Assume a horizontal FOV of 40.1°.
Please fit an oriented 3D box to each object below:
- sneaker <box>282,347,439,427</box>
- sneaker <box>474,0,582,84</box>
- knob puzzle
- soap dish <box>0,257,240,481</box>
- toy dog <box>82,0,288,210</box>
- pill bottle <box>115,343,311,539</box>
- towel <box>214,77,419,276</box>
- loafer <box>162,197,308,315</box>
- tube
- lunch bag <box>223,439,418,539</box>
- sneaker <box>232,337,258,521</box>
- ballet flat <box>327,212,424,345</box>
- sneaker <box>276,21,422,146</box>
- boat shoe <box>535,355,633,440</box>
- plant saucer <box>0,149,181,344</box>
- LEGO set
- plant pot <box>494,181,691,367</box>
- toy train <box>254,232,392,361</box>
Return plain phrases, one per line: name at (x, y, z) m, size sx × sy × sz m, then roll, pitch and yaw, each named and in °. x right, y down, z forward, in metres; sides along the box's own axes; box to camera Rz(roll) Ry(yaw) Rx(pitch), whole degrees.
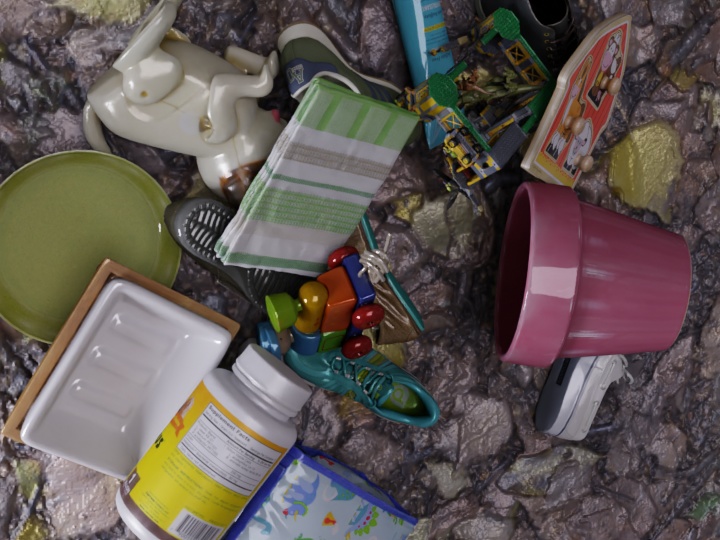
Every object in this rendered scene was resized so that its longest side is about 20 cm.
sneaker at (0.005, 0.115, 1.089) m, size 0.199 × 0.080 × 0.078 m, roll 27°, pitch 89°, yaw -20°
sneaker at (0.217, -0.245, 1.092) m, size 0.200 × 0.106 × 0.075 m, roll 39°, pitch 85°, yaw -21°
knob puzzle at (0.254, -0.182, 1.073) m, size 0.220 × 0.030 × 0.221 m, roll -42°, pitch 147°, yaw -36°
soap dish at (-0.238, 0.099, 0.980) m, size 0.157 × 0.081 × 0.201 m, roll 29°, pitch 96°, yaw -32°
toy dog at (-0.154, -0.147, 0.966) m, size 0.200 × 0.140 × 0.194 m, roll 39°, pitch 98°, yaw -20°
pill bottle at (-0.137, 0.173, 0.952) m, size 0.109 × 0.109 × 0.200 m, roll 38°, pitch 90°, yaw -20°
towel at (-0.043, -0.084, 0.955) m, size 0.149 × 0.031 × 0.201 m, roll 8°, pitch 122°, yaw -48°
loafer at (-0.127, -0.020, 1.017) m, size 0.075 × 0.069 × 0.200 m, roll -55°, pitch 135°, yaw -10°
tube at (0.073, -0.240, 1.075) m, size 0.077 × 0.050 × 0.201 m, roll -28°, pitch 109°, yaw -37°
lunch bag at (-0.063, 0.281, 1.043) m, size 0.171 × 0.127 × 0.200 m, roll -57°, pitch 141°, yaw -4°
sneaker at (-0.144, 0.169, 1.047) m, size 0.099 × 0.075 × 0.202 m, roll 10°, pitch 95°, yaw -21°
ballet flat at (0.000, 0.000, 1.086) m, size 0.072 × 0.068 × 0.201 m, roll -25°, pitch 110°, yaw 7°
sneaker at (-0.008, -0.164, 1.011) m, size 0.067 × 0.090 × 0.200 m, roll -33°, pitch 134°, yaw 28°
boat shoe at (0.289, 0.114, 1.190) m, size 0.086 × 0.075 × 0.203 m, roll 20°, pitch 94°, yaw -20°
plant saucer at (-0.279, -0.023, 0.981) m, size 0.199 × 0.031 × 0.202 m, roll -8°, pitch 111°, yaw -21°
LEGO set at (0.116, -0.170, 1.052) m, size 0.154 × 0.116 × 0.201 m, roll 42°, pitch 58°, yaw -15°
plant pot at (0.250, 0.013, 1.071) m, size 0.178 × 0.200 × 0.202 m, roll 8°, pitch 96°, yaw -2°
toy train at (-0.041, 0.026, 0.970) m, size 0.115 × 0.200 × 0.085 m, roll -16°, pitch 64°, yaw -19°
